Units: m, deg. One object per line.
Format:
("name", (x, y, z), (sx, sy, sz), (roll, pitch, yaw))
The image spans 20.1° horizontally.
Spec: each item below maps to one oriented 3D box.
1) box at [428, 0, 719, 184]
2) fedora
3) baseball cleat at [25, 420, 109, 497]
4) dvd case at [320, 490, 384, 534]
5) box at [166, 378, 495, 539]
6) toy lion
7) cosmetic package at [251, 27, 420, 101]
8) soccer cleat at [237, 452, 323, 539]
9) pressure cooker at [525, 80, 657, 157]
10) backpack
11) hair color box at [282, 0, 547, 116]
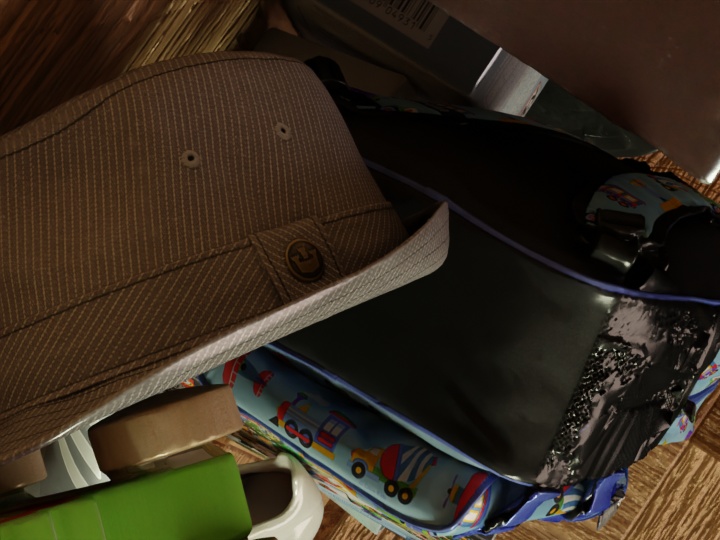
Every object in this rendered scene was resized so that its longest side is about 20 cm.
("box", (0.099, -0.172, 0.697), (0.166, 0.200, 0.164), (-45, 167, -52))
("fedora", (-0.071, -0.009, 0.626), (0.200, 0.090, 0.177), (-23, -178, -28))
("baseball cleat", (-0.094, 0.071, 0.869), (0.070, 0.106, 0.200), (-40, 161, -48))
("dvd case", (-0.005, 0.037, 1.127), (0.022, 0.146, 0.200), (-37, 160, -52))
("box", (-0.016, 0.088, 1.063), (0.038, 0.200, 0.137), (-60, 173, -13))
("toy lion", (-0.136, 0.094, 0.604), (0.192, 0.069, 0.200), (-14, 177, -39))
("cosmetic package", (0.000, 0.000, 0.910), (0.108, 0.085, 0.200), (-53, 142, -16))
("soccer cleat", (-0.115, 0.147, 1.050), (0.200, 0.069, 0.078), (-23, 146, -11))
("pressure cooker", (0.139, -0.181, 1.018), (0.200, 0.179, 0.176), (-53, -163, -21))
("backpack", (0.060, 0.011, 0.781), (0.200, 0.183, 0.135), (-1, 115, -56))
("hair color box", (0.027, -0.107, 0.901), (0.061, 0.099, 0.200), (-57, 172, -3))
